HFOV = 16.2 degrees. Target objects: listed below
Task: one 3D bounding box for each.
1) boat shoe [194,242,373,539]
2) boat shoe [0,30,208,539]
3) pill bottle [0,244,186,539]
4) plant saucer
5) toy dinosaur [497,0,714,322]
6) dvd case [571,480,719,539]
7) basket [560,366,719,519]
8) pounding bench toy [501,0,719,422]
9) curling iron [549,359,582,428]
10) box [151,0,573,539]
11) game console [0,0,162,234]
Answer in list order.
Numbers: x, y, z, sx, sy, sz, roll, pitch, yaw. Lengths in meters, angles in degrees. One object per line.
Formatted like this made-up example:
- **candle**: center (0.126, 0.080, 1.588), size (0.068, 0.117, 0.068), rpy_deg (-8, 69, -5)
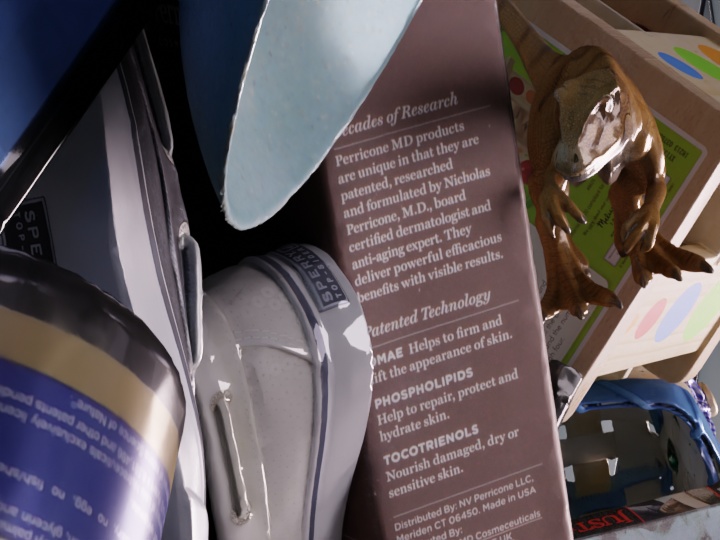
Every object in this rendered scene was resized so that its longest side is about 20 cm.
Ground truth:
- **boat shoe**: center (-0.044, 0.085, 0.747), size (0.070, 0.071, 0.200), rpy_deg (-17, 134, -29)
- **boat shoe**: center (-0.072, 0.016, 0.655), size (0.068, 0.072, 0.201), rpy_deg (-28, 110, -69)
- **pill bottle**: center (-0.103, 0.099, 0.471), size (0.112, 0.111, 0.201), rpy_deg (63, 33, -56)
- **plant saucer**: center (-0.001, -0.108, 0.614), size (0.201, 0.039, 0.201), rpy_deg (-62, 173, -13)
- **toy dinosaur**: center (0.070, -0.046, 0.788), size (0.200, 0.060, 0.107), rpy_deg (-121, -160, -75)
- **dvd case**: center (0.059, 0.164, 0.911), size (0.022, 0.199, 0.146), rpy_deg (-151, -127, -62)
- **basket**: center (0.086, 0.110, 1.039), size (0.200, 0.139, 0.177), rpy_deg (-84, 164, -46)
- **pounding bench toy**: center (0.067, -0.006, 0.953), size (0.200, 0.124, 0.156), rpy_deg (-60, 159, 17)
- **curling iron**: center (0.018, 0.117, 0.849), size (0.200, 0.026, 0.050), rpy_deg (-54, 143, -4)
- **box**: center (0.000, 0.000, 0.772), size (0.075, 0.100, 0.201), rpy_deg (-15, 105, -27)
- **game console**: center (-0.056, -0.093, 0.512), size (0.200, 0.116, 0.176), rpy_deg (-58, 141, -24)
